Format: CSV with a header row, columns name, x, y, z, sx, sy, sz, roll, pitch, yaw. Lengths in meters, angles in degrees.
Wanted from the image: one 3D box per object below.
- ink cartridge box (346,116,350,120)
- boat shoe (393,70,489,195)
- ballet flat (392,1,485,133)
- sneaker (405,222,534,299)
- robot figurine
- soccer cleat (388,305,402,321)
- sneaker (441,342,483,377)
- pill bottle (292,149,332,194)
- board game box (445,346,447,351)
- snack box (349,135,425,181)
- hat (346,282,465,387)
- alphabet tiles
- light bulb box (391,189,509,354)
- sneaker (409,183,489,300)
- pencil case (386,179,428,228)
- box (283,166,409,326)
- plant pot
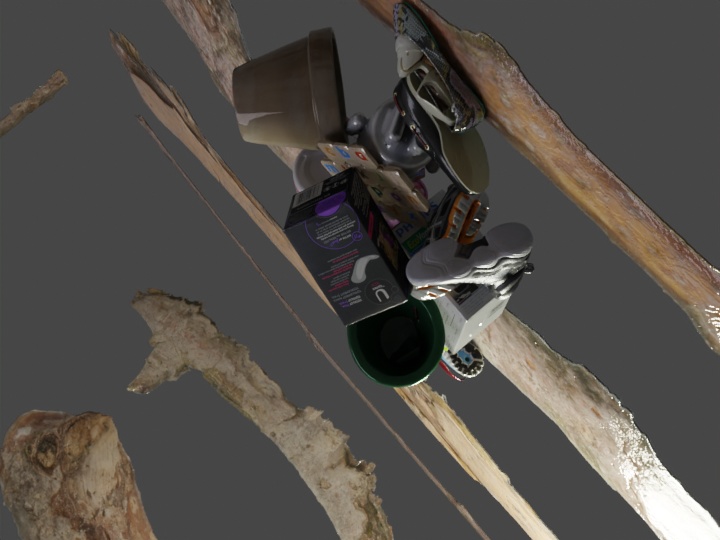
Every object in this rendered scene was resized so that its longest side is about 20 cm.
name,x,y,z,sx,sy,sz,roll,pitch,yaw
ink cartridge box,0.001,-0.187,1.765,0.200,0.067,0.117,46,164,23
boat shoe,0.117,-0.195,1.364,0.204,0.073,0.063,59,147,3
ballet flat,0.091,-0.272,1.302,0.202,0.072,0.072,54,165,0
sneaker,0.172,0.003,1.451,0.115,0.196,0.077,64,-168,-51
robot figurine,0.056,-0.198,1.486,0.167,0.115,0.200,26,167,-9
soccer cleat,0.063,0.054,1.642,0.077,0.069,0.202,14,138,58
sneaker,0.170,0.148,1.986,0.201,0.078,0.090,51,168,12
pill bottle,-0.058,-0.136,1.702,0.112,0.111,0.201,48,168,17
board game box,0.103,0.068,1.842,0.197,0.045,0.135,24,146,1
snack box,0.024,-0.203,1.646,0.200,0.071,0.025,41,142,40
hat,0.073,0.119,1.645,0.176,0.162,0.204,20,-128,-81
alphabet tiles,0.022,-0.137,1.493,0.198,0.015,0.196,17,158,50
light bulb box,0.149,0.007,1.635,0.201,0.124,0.199,50,166,15
sneaker,0.133,-0.046,1.503,0.077,0.203,0.077,23,-168,-31
pencil case,0.074,-0.090,1.718,0.088,0.087,0.201,48,161,17
box,-0.017,-0.036,1.490,0.202,0.120,0.107,58,-158,-28
plant pot,-0.114,-0.279,1.548,0.200,0.169,0.205,-8,-90,-87
